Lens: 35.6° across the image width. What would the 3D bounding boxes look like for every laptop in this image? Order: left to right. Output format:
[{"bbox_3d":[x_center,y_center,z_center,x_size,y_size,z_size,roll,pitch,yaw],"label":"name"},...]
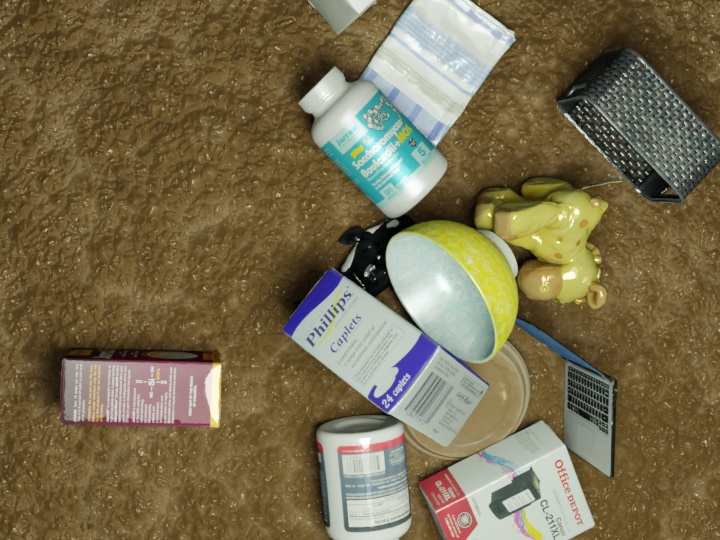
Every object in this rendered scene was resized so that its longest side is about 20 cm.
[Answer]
[{"bbox_3d":[0.255,0.158,1.496,0.115,0.187,0.201,0,94,-8],"label":"laptop"}]

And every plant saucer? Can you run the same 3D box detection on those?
[{"bbox_3d":[0.139,0.174,1.541,0.199,0.029,0.201,-2,107,-6],"label":"plant saucer"}]

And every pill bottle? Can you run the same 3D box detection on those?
[{"bbox_3d":[0.007,0.304,1.505,0.119,0.120,0.201,-6,95,-8],"label":"pill bottle"},{"bbox_3d":[0.011,-0.173,1.475,0.200,0.111,0.111,44,87,-9],"label":"pill bottle"}]

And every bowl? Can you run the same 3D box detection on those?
[{"bbox_3d":[0.138,0.008,1.442,0.108,0.200,0.200,-36,99,-24],"label":"bowl"}]

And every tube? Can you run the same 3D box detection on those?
[{"bbox_3d":[0.144,0.075,1.549,0.077,0.050,0.201,-7,100,3],"label":"tube"}]

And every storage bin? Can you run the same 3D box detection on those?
[{"bbox_3d":[0.378,-0.193,1.513,0.200,0.135,0.094,43,87,-9],"label":"storage bin"}]

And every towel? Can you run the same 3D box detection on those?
[{"bbox_3d":[0.100,-0.283,1.524,0.147,0.024,0.200,36,89,-8],"label":"towel"}]

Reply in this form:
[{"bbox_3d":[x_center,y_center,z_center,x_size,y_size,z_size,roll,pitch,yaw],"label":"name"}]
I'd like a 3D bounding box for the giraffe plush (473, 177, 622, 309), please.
[{"bbox_3d":[0.259,-0.029,1.504,0.199,0.173,0.163,-7,107,9],"label":"giraffe plush"}]

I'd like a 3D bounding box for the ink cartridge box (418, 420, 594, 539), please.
[{"bbox_3d":[0.201,0.320,1.537,0.200,0.083,0.146,-26,112,-5],"label":"ink cartridge box"}]

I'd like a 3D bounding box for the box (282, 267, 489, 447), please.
[{"bbox_3d":[0.035,0.111,1.422,0.200,0.184,0.105,35,87,33],"label":"box"}]

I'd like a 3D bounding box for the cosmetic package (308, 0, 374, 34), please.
[{"bbox_3d":[-0.023,-0.374,1.410,0.081,0.200,0.113,-41,101,-2],"label":"cosmetic package"}]

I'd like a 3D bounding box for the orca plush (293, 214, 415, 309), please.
[{"bbox_3d":[0.000,0.000,1.505,0.200,0.071,0.105,-29,98,-5],"label":"orca plush"}]

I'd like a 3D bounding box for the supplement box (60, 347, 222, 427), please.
[{"bbox_3d":[-0.282,0.151,1.455,0.199,0.110,0.086,2,93,-9],"label":"supplement box"}]
